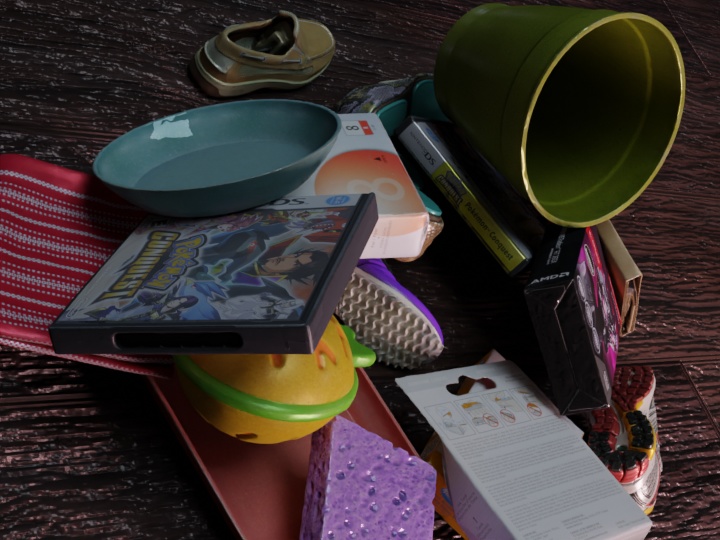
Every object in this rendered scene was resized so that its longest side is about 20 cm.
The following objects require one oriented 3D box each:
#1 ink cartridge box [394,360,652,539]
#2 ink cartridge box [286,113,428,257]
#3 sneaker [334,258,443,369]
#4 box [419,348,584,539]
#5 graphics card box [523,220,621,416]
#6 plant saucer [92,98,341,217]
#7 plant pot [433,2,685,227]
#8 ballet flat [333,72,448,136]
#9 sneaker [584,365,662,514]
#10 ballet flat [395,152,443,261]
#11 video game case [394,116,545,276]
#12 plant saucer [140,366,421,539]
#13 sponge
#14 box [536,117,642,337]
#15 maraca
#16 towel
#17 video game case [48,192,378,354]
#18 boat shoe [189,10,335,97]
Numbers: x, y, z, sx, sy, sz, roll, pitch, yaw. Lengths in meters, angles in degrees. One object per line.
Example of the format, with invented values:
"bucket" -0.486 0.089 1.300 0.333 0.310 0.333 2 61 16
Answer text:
"ink cartridge box" 0.128 0.168 0.993 0.161 0.051 0.200 -4 42 -43
"ink cartridge box" -0.059 -0.075 0.994 0.197 0.051 0.163 0 38 -19
"sneaker" 0.000 0.000 1.054 0.199 0.070 0.100 37 37 -10
"box" 0.127 0.158 1.049 0.119 0.041 0.200 42 41 -3
"graphics card box" 0.202 0.034 1.104 0.200 0.050 0.127 -51 126 -64
"plant saucer" -0.110 -0.087 0.934 0.200 0.197 0.036 -44 132 -51
"plant pot" 0.174 -0.173 1.143 0.198 0.203 0.193 7 20 -37
"ballet flat" 0.032 -0.175 1.243 0.072 0.072 0.200 51 32 9
"sneaker" 0.252 0.160 1.143 0.201 0.077 0.083 -66 143 -59
"ballet flat" 0.030 -0.063 1.130 0.070 0.066 0.200 25 16 -13
"video game case" 0.126 -0.078 1.206 0.181 0.025 0.200 52 18 9
"plant saucer" -0.063 0.121 0.916 0.198 0.037 0.201 -17 68 -48
"sponge" 0.003 0.217 0.849 0.111 0.030 0.202 31 50 -33
"box" 0.241 -0.044 1.262 0.164 0.021 0.202 68 -2 -66
"maraca" -0.060 0.061 0.863 0.136 0.108 0.200 28 19 11
"towel" -0.209 -0.009 0.881 0.143 0.023 0.201 15 36 -25
"video game case" -0.094 -0.002 0.827 0.178 0.026 0.201 -1 27 15
"boat shoe" -0.080 -0.224 1.178 0.072 0.076 0.199 49 38 7
